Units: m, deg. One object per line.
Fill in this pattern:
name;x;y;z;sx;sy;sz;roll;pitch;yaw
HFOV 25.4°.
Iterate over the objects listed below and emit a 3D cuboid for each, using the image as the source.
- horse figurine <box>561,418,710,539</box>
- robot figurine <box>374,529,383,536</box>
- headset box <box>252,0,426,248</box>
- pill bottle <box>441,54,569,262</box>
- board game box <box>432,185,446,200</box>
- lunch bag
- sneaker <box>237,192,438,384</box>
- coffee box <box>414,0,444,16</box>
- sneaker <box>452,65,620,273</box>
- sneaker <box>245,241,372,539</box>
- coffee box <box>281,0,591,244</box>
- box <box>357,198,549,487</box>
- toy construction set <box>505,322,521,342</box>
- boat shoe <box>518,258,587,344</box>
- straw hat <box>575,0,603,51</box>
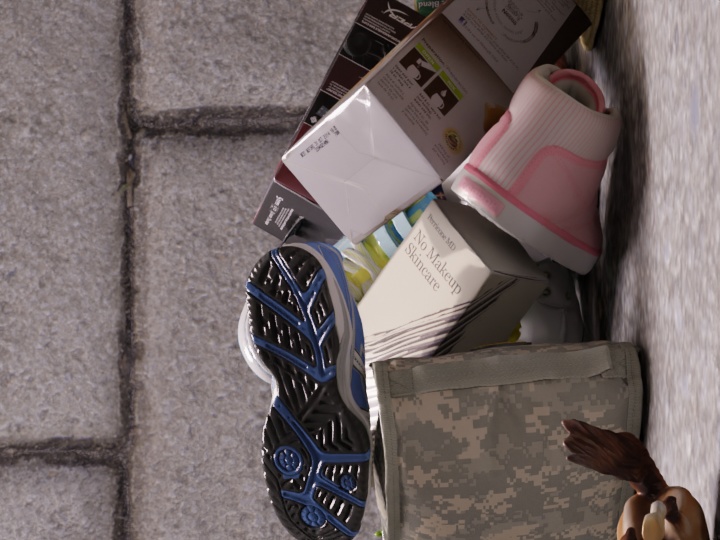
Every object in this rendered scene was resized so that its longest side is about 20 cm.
horse figurine;0.136;0.160;0.725;0.132;0.049;0.203;-16;-83;-71
robot figurine;0.097;0.179;1.254;0.199;0.174;0.117;-24;-62;-52
headset box;-0.015;-0.105;1.299;0.202;0.077;0.149;-62;3;-14
pill bottle;0.113;-0.098;1.214;0.201;0.111;0.113;-90;-2;-51
board game box;0.112;-0.010;1.336;0.200;0.034;0.137;50;-153;-39
lunch bag;0.089;0.111;1.009;0.201;0.162;0.119;88;178;-50
sneaker;0.000;0.000;1.153;0.130;0.080;0.200;-38;3;41
coffee box;0.107;-0.200;1.356;0.044;0.121;0.202;-72;-14;-45
sneaker;0.129;-0.064;1.007;0.105;0.075;0.200;-58;-22;4
sneaker;-0.021;0.077;1.005;0.077;0.075;0.203;-38;-52;-67
coffee box;0.053;-0.121;1.057;0.200;0.080;0.114;-47;9;-36
box;0.036;0.053;1.104;0.082;0.068;0.201;51;118;35
toy construction set;0.051;0.064;1.224;0.200;0.091;0.133;180;94;-77
boat shoe;0.129;0.018;1.223;0.201;0.073;0.067;-90;-21;-48
straw hat;0.121;-0.249;1.126;0.201;0.084;0.204;-1;-90;-88
